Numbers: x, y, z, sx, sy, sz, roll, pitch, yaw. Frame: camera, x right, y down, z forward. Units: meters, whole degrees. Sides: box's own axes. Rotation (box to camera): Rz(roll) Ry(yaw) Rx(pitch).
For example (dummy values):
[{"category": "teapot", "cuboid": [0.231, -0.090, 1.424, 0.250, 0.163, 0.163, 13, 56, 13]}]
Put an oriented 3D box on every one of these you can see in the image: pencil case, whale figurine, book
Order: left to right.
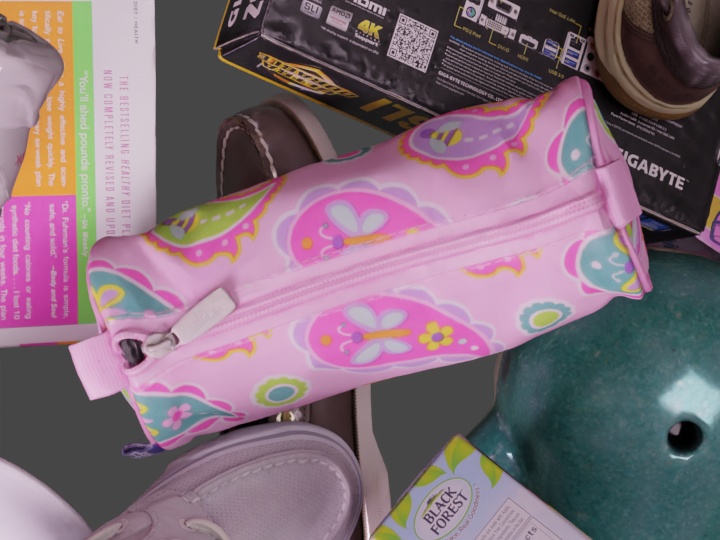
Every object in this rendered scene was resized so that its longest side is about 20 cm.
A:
[{"category": "book", "cuboid": [-0.175, -0.035, 0.740, 0.199, 0.048, 0.134, -1, 90, -22]}, {"category": "pencil case", "cuboid": [0.000, 0.000, 0.711, 0.199, 0.087, 0.088, -17, 96, 6]}, {"category": "whale figurine", "cuboid": [0.116, 0.093, 0.828, 0.158, 0.104, 0.201, 8, 97, -6]}]

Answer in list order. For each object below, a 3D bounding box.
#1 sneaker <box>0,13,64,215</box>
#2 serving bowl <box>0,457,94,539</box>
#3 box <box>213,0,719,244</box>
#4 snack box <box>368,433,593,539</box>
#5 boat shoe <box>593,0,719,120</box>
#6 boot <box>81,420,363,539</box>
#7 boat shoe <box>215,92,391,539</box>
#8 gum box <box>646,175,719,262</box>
[{"category": "sneaker", "cuboid": [-0.205, -0.052, 0.672, 0.199, 0.078, 0.100, 12, 103, -11]}, {"category": "serving bowl", "cuboid": [-0.177, 0.158, 0.718, 0.199, 0.066, 0.201, 2, 86, -27]}, {"category": "box", "cuboid": [0.061, -0.118, 0.770, 0.199, 0.049, 0.160, 22, 76, -23]}, {"category": "snack box", "cuboid": [0.068, 0.146, 0.736, 0.142, 0.200, 0.053, 38, 72, 13]}, {"category": "boat shoe", "cuboid": [0.138, -0.155, 0.747, 0.073, 0.065, 0.201, 13, 80, -22]}, {"category": "boot", "cuboid": [-0.065, 0.116, 0.688, 0.200, 0.095, 0.074, -32, 102, -25]}, {"category": "boat shoe", "cuboid": [-0.034, 0.034, 0.788, 0.059, 0.072, 0.201, -11, 99, -27]}, {"category": "gum box", "cuboid": [0.097, -0.093, 0.849, 0.200, 0.066, 0.114, 31, 76, -20]}]
